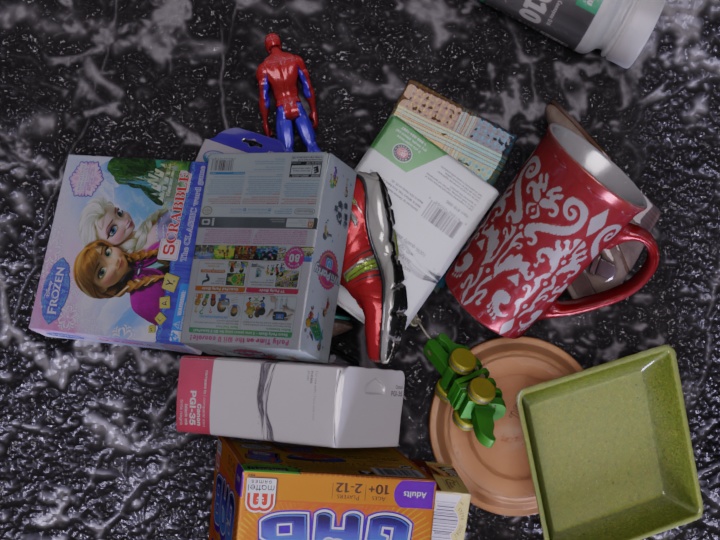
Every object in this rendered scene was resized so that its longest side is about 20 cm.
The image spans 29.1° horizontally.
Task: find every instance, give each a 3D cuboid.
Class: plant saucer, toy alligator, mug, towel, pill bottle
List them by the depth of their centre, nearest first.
[{"bbox_3d":[0.203,-0.021,1.464,0.178,0.133,0.201,46,111,18],"label":"mug"},{"bbox_3d":[0.266,0.199,1.522,0.197,0.048,0.203,-15,98,-18],"label":"plant saucer"},{"bbox_3d":[0.110,0.108,1.523,0.054,0.060,0.201,-9,51,-31],"label":"toy alligator"},{"bbox_3d":[0.228,-0.310,1.523,0.198,0.113,0.114,27,89,0],"label":"pill bottle"},{"bbox_3d":[0.175,0.175,1.556,0.197,0.032,0.204,0,89,-2],"label":"plant saucer"},{"bbox_3d":[0.072,-0.095,1.564,0.145,0.022,0.202,27,87,-1],"label":"towel"}]

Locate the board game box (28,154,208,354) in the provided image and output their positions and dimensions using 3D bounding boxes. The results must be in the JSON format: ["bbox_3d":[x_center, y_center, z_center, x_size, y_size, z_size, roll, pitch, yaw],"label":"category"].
[{"bbox_3d":[-0.245,-0.021,1.490,0.197,0.041,0.203,4,75,22],"label":"board game box"}]

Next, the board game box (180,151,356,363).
[{"bbox_3d":[-0.094,-0.015,1.407,0.146,0.064,0.203,2,76,29],"label":"board game box"}]

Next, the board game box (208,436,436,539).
[{"bbox_3d":[-0.049,0.291,1.442,0.197,0.200,0.203,5,93,-13],"label":"board game box"}]

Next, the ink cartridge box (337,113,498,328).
[{"bbox_3d":[0.035,-0.042,1.508,0.146,0.083,0.201,36,88,1],"label":"ink cartridge box"}]

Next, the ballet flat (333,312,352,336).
[{"bbox_3d":[-0.107,0.060,1.539,0.197,0.068,0.068,14,93,9],"label":"ballet flat"}]

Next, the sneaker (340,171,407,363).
[{"bbox_3d":[0.000,0.000,1.437,0.084,0.077,0.203,-9,79,11],"label":"sneaker"}]

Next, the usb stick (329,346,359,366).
[{"bbox_3d":[-0.060,0.182,1.551,0.055,0.033,0.202,24,88,-7],"label":"usb stick"}]

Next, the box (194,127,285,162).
[{"bbox_3d":[-0.146,-0.053,1.507,0.118,0.041,0.202,20,79,25],"label":"box"}]

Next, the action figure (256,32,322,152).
[{"bbox_3d":[-0.077,-0.168,1.548,0.064,0.052,0.203,-13,85,-7],"label":"action figure"}]

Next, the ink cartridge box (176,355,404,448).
[{"bbox_3d":[-0.072,0.137,1.454,0.198,0.146,0.084,2,85,29],"label":"ink cartridge box"}]

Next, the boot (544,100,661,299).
[{"bbox_3d":[0.232,-0.069,1.547,0.146,0.070,0.200,-44,79,10],"label":"boot"}]

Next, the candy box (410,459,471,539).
[{"bbox_3d":[0.071,0.319,1.495,0.054,0.115,0.203,8,96,-6],"label":"candy box"}]
